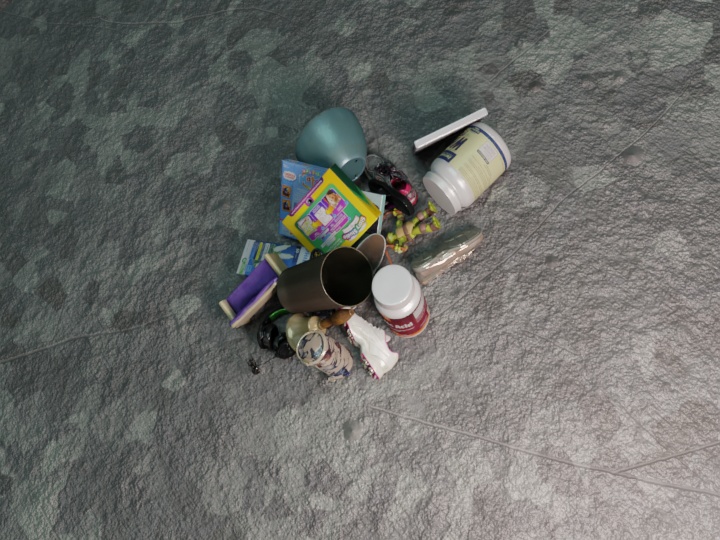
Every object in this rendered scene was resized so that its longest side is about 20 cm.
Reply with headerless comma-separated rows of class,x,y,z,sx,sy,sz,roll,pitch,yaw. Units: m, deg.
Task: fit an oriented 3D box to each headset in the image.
headset,-0.213,0.171,1.618,0.121,0.095,0.202,21,63,24

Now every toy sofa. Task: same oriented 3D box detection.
toy sofa,-0.271,0.051,1.643,0.200,0.097,0.083,-43,81,19

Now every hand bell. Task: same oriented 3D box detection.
hand bell,-0.083,0.126,1.538,0.198,0.102,0.107,-27,54,45

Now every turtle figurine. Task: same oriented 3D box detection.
turtle figurine,0.125,-0.097,1.644,0.158,0.065,0.203,-25,38,21

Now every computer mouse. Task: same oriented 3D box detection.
computer mouse,-0.093,0.045,1.639,0.057,0.034,0.206,-7,89,33

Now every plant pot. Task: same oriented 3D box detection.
plant pot,-0.057,-0.310,1.726,0.198,0.201,0.136,-36,63,-2

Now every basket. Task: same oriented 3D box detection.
basket,-0.097,0.032,1.534,0.197,0.178,0.140,-14,86,41

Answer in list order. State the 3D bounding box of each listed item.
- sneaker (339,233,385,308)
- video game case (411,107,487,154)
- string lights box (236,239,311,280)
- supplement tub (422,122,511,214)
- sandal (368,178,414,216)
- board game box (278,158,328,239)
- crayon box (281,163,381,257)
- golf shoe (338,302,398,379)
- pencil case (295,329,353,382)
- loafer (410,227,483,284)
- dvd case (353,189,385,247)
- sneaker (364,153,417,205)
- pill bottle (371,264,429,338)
sneaker,0.000,0.000,1.624,0.072,0.085,0.203,28,90,0
video game case,0.227,-0.361,1.683,0.196,0.182,0.023,-26,94,5
string lights box,-0.220,-0.014,1.721,0.195,0.059,0.105,7,68,19
supplement tub,0.267,-0.256,1.634,0.200,0.145,0.145,-43,62,-6
sandal,0.065,-0.186,1.672,0.048,0.076,0.200,-41,35,-9
board game box,-0.147,-0.179,1.711,0.148,0.036,0.205,18,115,28
crayon box,-0.073,-0.133,1.634,0.173,0.058,0.200,44,115,-5
golf shoe,0.017,0.157,1.558,0.090,0.075,0.203,-29,83,-12
pencil case,-0.082,0.200,1.505,0.076,0.200,0.092,4,73,21
loafer,0.220,-0.036,1.607,0.197,0.064,0.072,-29,28,-1
dvd case,-0.030,-0.142,1.689,0.196,0.022,0.150,17,105,31
sneaker,0.079,-0.253,1.730,0.081,0.075,0.200,-43,61,-5
pill bottle,0.094,0.072,1.508,0.111,0.201,0.117,-6,64,14
